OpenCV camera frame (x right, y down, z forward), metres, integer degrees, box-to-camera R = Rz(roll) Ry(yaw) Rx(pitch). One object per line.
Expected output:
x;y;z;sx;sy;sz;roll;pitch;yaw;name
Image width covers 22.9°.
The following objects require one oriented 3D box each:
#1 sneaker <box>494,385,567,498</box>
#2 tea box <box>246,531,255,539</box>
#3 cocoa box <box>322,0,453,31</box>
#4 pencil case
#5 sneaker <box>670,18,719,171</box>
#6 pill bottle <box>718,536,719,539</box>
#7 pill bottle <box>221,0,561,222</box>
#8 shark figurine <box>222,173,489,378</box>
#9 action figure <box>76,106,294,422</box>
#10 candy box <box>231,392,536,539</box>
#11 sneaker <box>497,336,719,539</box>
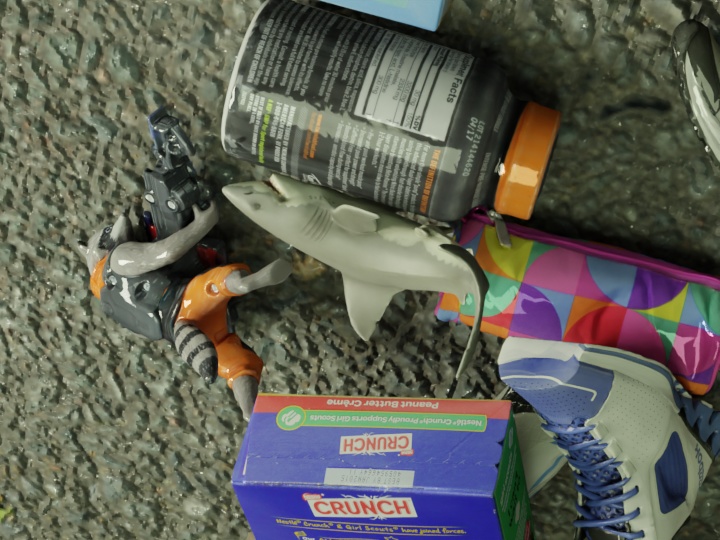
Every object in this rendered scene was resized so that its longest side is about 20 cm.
0.123;0.111;1.245;0.200;0.072;0.072;-42;77;20;sneaker
0.005;0.316;1.358;0.200;0.134;0.197;-1;121;17;tea box
0.013;-0.260;0.993;0.133;0.131;0.200;16;124;6;cocoa box
0.144;0.017;1.162;0.200;0.088;0.088;17;124;4;pencil case
0.255;-0.079;1.080;0.079;0.074;0.200;-34;114;21;sneaker
0.347;0.180;1.187;0.200;0.110;0.110;-29;110;29;pill bottle
0.022;-0.093;1.111;0.200;0.106;0.106;18;125;5;pill bottle
0.021;0.007;1.100;0.214;0.128;0.090;25;102;40;shark figurine
-0.125;0.001;1.195;0.193;0.105;0.200;24;138;43;action figure
0.023;0.165;1.169;0.169;0.077;0.200;2;143;13;candy box
0.163;0.120;1.120;0.080;0.115;0.199;4;161;45;sneaker
